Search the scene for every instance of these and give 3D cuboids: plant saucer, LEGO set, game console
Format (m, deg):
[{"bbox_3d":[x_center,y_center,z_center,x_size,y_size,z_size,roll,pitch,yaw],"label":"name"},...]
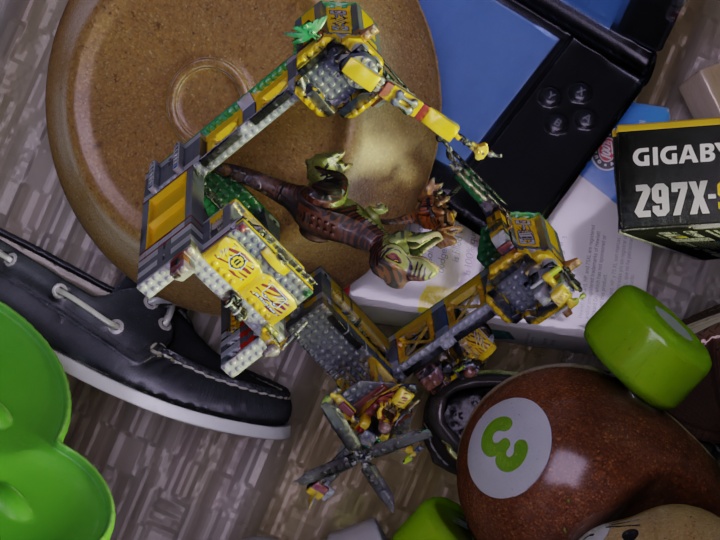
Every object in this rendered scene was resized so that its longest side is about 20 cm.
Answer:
[{"bbox_3d":[-0.063,-0.076,0.888,0.200,0.035,0.201,2,95,19],"label":"plant saucer"},{"bbox_3d":[0.000,0.000,0.806,0.154,0.116,0.200,-29,118,13],"label":"LEGO set"},{"bbox_3d":[0.039,-0.142,0.876,0.200,0.119,0.172,34,73,14],"label":"game console"}]

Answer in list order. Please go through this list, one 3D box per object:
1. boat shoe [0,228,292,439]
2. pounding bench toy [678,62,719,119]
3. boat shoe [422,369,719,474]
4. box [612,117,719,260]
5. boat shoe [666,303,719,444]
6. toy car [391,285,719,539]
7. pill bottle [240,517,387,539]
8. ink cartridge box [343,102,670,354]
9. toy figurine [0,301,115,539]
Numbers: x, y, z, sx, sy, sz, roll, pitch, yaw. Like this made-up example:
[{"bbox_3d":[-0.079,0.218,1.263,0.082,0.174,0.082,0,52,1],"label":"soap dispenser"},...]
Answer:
[{"bbox_3d":[-0.121,0.027,0.943,0.199,0.076,0.060,20,90,5],"label":"boat shoe"},{"bbox_3d":[0.249,-0.125,0.899,0.200,0.156,0.124,-33,83,-1],"label":"pounding bench toy"},{"bbox_3d":[0.125,0.099,0.927,0.201,0.061,0.072,17,84,5],"label":"boat shoe"},{"bbox_3d":[0.209,-0.036,0.852,0.159,0.200,0.050,-5,85,20],"label":"box"},{"bbox_3d":[0.225,0.031,0.928,0.202,0.075,0.075,-8,117,-4],"label":"boat shoe"},{"bbox_3d":[0.109,0.126,0.801,0.158,0.200,0.164,40,104,-6],"label":"toy car"},{"bbox_3d":[-0.069,0.191,0.901,0.200,0.113,0.113,-22,82,0],"label":"pill bottle"},{"bbox_3d":[0.042,-0.030,0.943,0.199,0.067,0.117,9,81,5],"label":"ink cartridge box"},{"bbox_3d":[-0.212,0.129,0.891,0.200,0.150,0.184,40,126,24],"label":"toy figurine"}]
